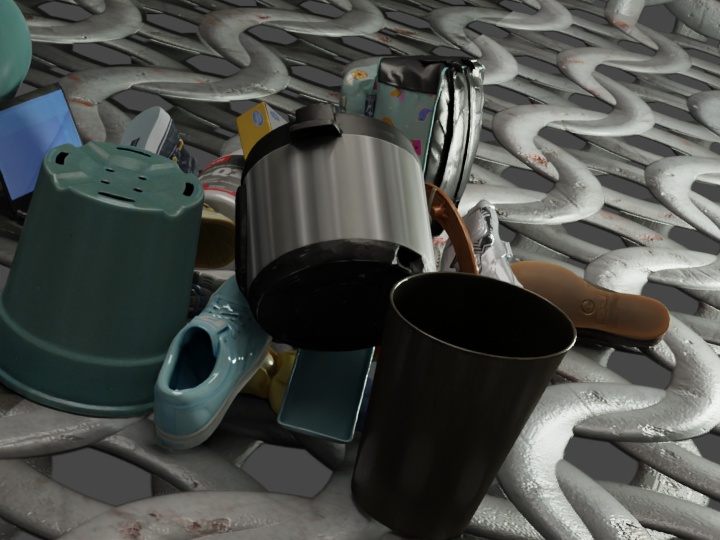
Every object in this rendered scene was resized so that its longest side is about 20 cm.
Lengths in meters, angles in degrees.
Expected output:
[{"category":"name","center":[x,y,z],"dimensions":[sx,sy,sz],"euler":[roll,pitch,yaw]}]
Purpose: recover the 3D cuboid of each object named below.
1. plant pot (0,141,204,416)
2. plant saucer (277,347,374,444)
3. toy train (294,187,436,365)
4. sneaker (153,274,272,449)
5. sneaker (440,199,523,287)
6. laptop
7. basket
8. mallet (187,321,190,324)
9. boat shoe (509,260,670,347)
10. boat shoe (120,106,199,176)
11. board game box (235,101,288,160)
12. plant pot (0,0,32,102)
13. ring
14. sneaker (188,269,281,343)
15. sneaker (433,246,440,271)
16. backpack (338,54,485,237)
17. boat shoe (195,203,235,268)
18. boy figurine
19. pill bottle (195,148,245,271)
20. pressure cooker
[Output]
[{"category":"plant pot","center":[-0.235,-0.001,1.540],"dimensions":[0.200,0.197,0.200],"euler":[13,24,-6]},{"category":"plant saucer","center":[-0.024,0.077,1.565],"dimensions":[0.070,0.019,0.200],"euler":[15,48,0]},{"category":"toy train","center":[0.000,0.000,1.693],"dimensions":[0.115,0.200,0.085],"euler":[4,27,-15]},{"category":"sneaker","center":[-0.127,0.064,1.511],"dimensions":[0.074,0.082,0.200],"euler":[14,50,8]},{"category":"sneaker","center":[0.150,0.016,1.857],"dimensions":[0.115,0.075,0.200],"euler":[30,43,-17]},{"category":"laptop","center":[-0.305,-0.113,1.867],"dimensions":[0.200,0.104,0.177],"euler":[22,24,14]},{"category":"basket","center":[0.075,0.121,1.455],"dimensions":[0.180,0.200,0.136],"euler":[-1,32,-36]},{"category":"mallet","center":[-0.221,0.037,1.678],"dimensions":[0.200,0.066,0.041],"euler":[39,30,14]},{"category":"boat shoe","center":[0.254,0.046,1.937],"dimensions":[0.200,0.071,0.070],"euler":[20,-15,1]},{"category":"boat shoe","center":[-0.232,-0.092,1.851],"dimensions":[0.071,0.091,0.200],"euler":[-20,32,30]},{"category":"board game box","center":[-0.060,-0.065,1.811],"dimensions":[0.153,0.040,0.200],"euler":[39,28,-47]},{"category":"plant pot","center":[-0.481,-0.218,1.883],"dimensions":[0.200,0.201,0.161],"euler":[13,37,-9]},{"category":"ring","center":[0.074,0.010,1.725],"dimensions":[0.019,0.201,0.200],"euler":[-10,31,-21]},{"category":"sneaker","center":[-0.105,0.026,1.682],"dimensions":[0.200,0.075,0.087],"euler":[9,9,27]},{"category":"sneaker","center":[0.027,-0.012,1.916],"dimensions":[0.099,0.070,0.200],"euler":[3,22,-14]},{"category":"backpack","center":[0.052,-0.139,1.883],"dimensions":[0.153,0.201,0.176],"euler":[5,11,18]},{"category":"boat shoe","center":[-0.220,-0.047,1.682],"dimensions":[0.200,0.074,0.066],"euler":[15,15,-27]},{"category":"boy figurine","center":[-0.040,0.106,1.595],"dimensions":[0.200,0.065,0.124],"euler":[19,32,1]},{"category":"pill bottle","center":[-0.139,-0.062,1.845],"dimensions":[0.114,0.114,0.200],"euler":[17,23,3]},{"category":"pressure cooker","center":[-0.022,-0.046,1.532],"dimensions":[0.178,0.176,0.200],"euler":[15,53,-31]}]
